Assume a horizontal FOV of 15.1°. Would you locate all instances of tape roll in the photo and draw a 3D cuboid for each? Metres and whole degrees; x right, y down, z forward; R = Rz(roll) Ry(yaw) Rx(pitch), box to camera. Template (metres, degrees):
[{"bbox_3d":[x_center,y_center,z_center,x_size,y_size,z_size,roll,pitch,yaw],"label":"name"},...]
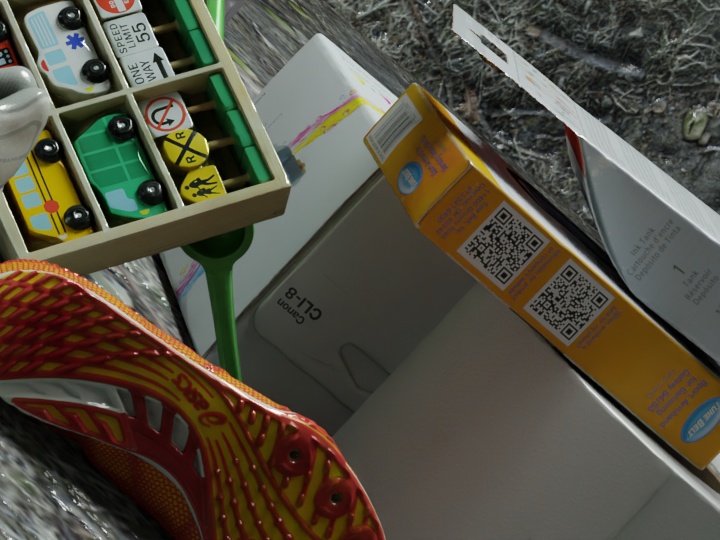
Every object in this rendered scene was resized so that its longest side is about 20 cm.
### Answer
[{"bbox_3d":[0.086,0.115,1.224,0.203,0.139,0.203,42,9,-8],"label":"tape roll"}]

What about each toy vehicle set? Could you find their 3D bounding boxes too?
[{"bbox_3d":[-0.126,-0.094,1.196,0.027,0.124,0.200,106,-38,-60],"label":"toy vehicle set"}]

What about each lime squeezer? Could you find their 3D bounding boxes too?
[{"bbox_3d":[-0.069,-0.036,1.238,0.038,0.200,0.071,-2,-7,-13],"label":"lime squeezer"}]

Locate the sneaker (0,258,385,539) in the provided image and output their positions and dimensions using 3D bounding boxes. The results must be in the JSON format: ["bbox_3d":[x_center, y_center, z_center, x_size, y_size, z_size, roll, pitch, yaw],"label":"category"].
[{"bbox_3d":[-0.066,0.061,1.026,0.200,0.073,0.077,44,-2,-14],"label":"sneaker"}]

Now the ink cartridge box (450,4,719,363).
[{"bbox_3d":[0.108,-0.034,1.208,0.200,0.057,0.163,34,9,-4],"label":"ink cartridge box"}]

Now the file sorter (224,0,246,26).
[{"bbox_3d":[-0.121,-0.232,1.321,0.200,0.139,0.125,38,7,-28],"label":"file sorter"}]

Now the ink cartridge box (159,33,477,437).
[{"bbox_3d":[0.000,0.000,1.385,0.145,0.145,0.200,40,10,-24],"label":"ink cartridge box"}]

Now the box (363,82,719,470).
[{"bbox_3d":[0.092,0.009,1.181,0.200,0.041,0.119,42,8,-21],"label":"box"}]

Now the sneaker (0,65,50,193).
[{"bbox_3d":[-0.208,-0.088,1.075,0.200,0.081,0.075,34,14,-39],"label":"sneaker"}]
